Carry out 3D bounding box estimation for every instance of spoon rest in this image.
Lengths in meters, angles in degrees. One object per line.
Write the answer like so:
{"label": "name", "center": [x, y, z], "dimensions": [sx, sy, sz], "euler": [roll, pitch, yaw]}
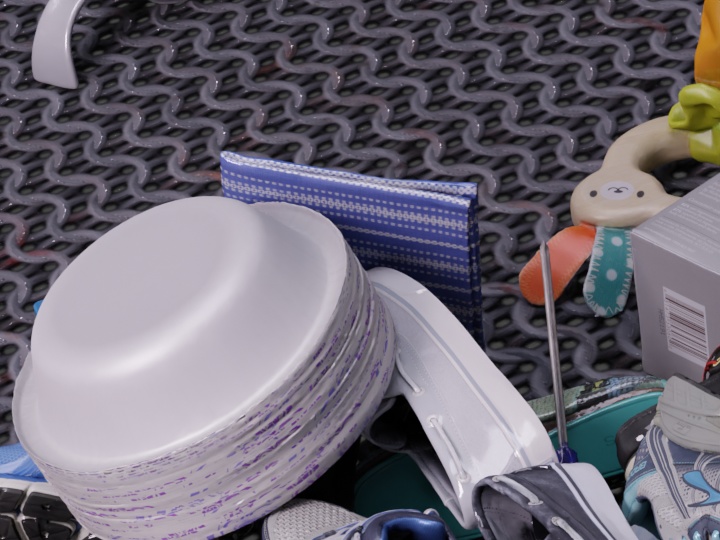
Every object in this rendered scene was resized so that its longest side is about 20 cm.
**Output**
{"label": "spoon rest", "center": [-0.164, -0.207, 2.147], "dimensions": [0.099, 0.061, 0.200], "euler": [14, 42, 32]}

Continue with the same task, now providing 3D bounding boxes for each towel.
{"label": "towel", "center": [0.000, 0.000, 1.669], "dimensions": [0.145, 0.200, 0.024], "euler": [9, 58, 9]}

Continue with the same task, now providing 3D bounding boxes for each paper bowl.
{"label": "paper bowl", "center": [-0.090, 0.040, 1.557], "dimensions": [0.201, 0.104, 0.201], "euler": [-23, 33, 16]}

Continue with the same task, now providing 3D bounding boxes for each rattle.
{"label": "rattle", "center": [0.180, -0.075, 1.791], "dimensions": [0.200, 0.143, 0.130], "euler": [-22, 53, -25]}

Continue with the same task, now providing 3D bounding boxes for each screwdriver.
{"label": "screwdriver", "center": [0.107, 0.080, 1.592], "dimensions": [0.028, 0.029, 0.200], "euler": [-5, 67, -1]}

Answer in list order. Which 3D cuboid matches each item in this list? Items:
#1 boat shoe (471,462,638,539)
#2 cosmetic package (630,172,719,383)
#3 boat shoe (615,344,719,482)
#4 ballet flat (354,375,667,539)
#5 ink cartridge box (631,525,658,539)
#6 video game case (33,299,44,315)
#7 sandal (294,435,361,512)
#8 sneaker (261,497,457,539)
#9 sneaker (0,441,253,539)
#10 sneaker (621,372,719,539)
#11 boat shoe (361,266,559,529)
{"label": "boat shoe", "center": [0.104, 0.154, 1.413], "dimensions": [0.068, 0.072, 0.200], "euler": [1, 30, -19]}
{"label": "cosmetic package", "center": [0.256, -0.014, 1.704], "dimensions": [0.200, 0.107, 0.090], "euler": [-32, 40, -30]}
{"label": "boat shoe", "center": [0.211, 0.068, 1.599], "dimensions": [0.201, 0.074, 0.063], "euler": [-18, 60, -32]}
{"label": "ballet flat", "center": [0.084, 0.105, 1.631], "dimensions": [0.200, 0.074, 0.074], "euler": [-13, 34, -5]}
{"label": "ink cartridge box", "center": [0.198, 0.131, 1.458], "dimensions": [0.200, 0.047, 0.160], "euler": [-45, 15, 35]}
{"label": "video game case", "center": [-0.106, 0.053, 1.791], "dimensions": [0.143, 0.018, 0.200], "euler": [-19, 35, -9]}
{"label": "sandal", "center": [-0.032, 0.097, 1.617], "dimensions": [0.045, 0.075, 0.200], "euler": [30, 23, -13]}
{"label": "sneaker", "center": [0.018, 0.145, 1.443], "dimensions": [0.077, 0.085, 0.200], "euler": [-28, 35, -27]}
{"label": "sneaker", "center": [-0.158, 0.116, 1.661], "dimensions": [0.200, 0.079, 0.089], "euler": [-4, 40, -3]}
{"label": "sneaker", "center": [0.187, 0.118, 1.401], "dimensions": [0.086, 0.078, 0.200], "euler": [-59, 21, -1]}
{"label": "boat shoe", "center": [0.031, 0.070, 1.576], "dimensions": [0.068, 0.072, 0.200], "euler": [-25, 47, -16]}
